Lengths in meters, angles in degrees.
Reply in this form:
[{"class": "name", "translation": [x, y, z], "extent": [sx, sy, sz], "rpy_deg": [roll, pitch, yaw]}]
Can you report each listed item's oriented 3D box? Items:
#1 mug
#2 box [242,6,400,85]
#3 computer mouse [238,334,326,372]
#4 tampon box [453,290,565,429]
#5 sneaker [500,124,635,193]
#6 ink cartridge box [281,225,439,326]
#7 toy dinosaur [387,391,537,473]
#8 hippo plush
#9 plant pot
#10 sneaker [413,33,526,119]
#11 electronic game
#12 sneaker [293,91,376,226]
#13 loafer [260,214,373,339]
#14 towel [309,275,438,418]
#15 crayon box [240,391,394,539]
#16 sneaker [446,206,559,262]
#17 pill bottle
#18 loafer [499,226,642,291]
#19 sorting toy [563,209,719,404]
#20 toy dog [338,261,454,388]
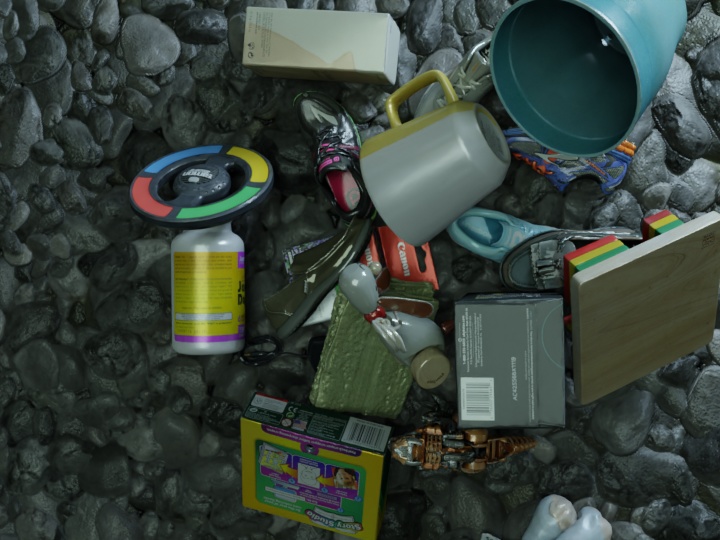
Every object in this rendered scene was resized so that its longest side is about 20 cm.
[{"class": "mug", "translation": [0.092, -0.147, 1.032], "extent": [0.152, 0.149, 0.189], "rpy_deg": [-28, 95, 29]}, {"class": "box", "translation": [-0.051, -0.303, 1.130], "extent": [0.196, 0.095, 0.079], "rpy_deg": [7, 94, 12]}, {"class": "computer mouse", "translation": [-0.080, 0.117, 1.184], "extent": [0.196, 0.034, 0.060], "rpy_deg": [3, 109, 17]}, {"class": "tampon box", "translation": [0.187, 0.104, 1.039], "extent": [0.124, 0.200, 0.153], "rpy_deg": [-2, 90, 11]}, {"class": "sneaker", "translation": [0.252, -0.145, 1.084], "extent": [0.196, 0.075, 0.080], "rpy_deg": [10, 97, 13]}, {"class": "ink cartridge box", "translation": [0.000, 0.000, 1.149], "extent": [0.196, 0.050, 0.111], "rpy_deg": [-14, 88, 12]}, {"class": "toy dinosaur", "translation": [0.129, 0.230, 1.077], "extent": [0.197, 0.136, 0.104], "rpy_deg": [25, 85, -15]}, {"class": "hippo plush", "translation": [0.246, 0.382, 1.055], "extent": [0.196, 0.161, 0.163], "rpy_deg": [8, 94, 11]}, {"class": "plant pot", "translation": [0.287, -0.272, 0.997], "extent": [0.200, 0.201, 0.188], "rpy_deg": [45, 61, 7]}, {"class": "sneaker", "translation": [0.139, -0.248, 1.092], "extent": [0.076, 0.092, 0.200], "rpy_deg": [46, 100, 6]}, {"class": "electronic game", "translation": [-0.214, -0.117, 1.129], "extent": [0.196, 0.201, 0.042], "rpy_deg": [4, 128, 11]}, {"class": "sneaker", "translation": [-0.033, -0.155, 1.134], "extent": [0.076, 0.084, 0.203], "rpy_deg": [-27, 87, 10]}, {"class": "loafer", "translation": [-0.060, -0.001, 1.098], "extent": [0.070, 0.075, 0.201], "rpy_deg": [42, 98, 3]}, {"class": "towel", "translation": [0.017, 0.102, 1.115], "extent": [0.146, 0.037, 0.203], "rpy_deg": [9, 107, -22]}, {"class": "crayon box", "translation": [-0.061, 0.267, 1.129], "extent": [0.196, 0.059, 0.175], "rpy_deg": [13, 126, 11]}, {"class": "sneaker", "translation": [0.203, -0.033, 1.091], "extent": [0.196, 0.082, 0.075], "rpy_deg": [14, 95, 9]}, {"class": "pill bottle", "translation": [-0.212, 0.011, 1.166], "extent": [0.102, 0.104, 0.204], "rpy_deg": [0, 92, 11]}, {"class": "loafer", "translation": [0.272, -0.019, 1.044], "extent": [0.196, 0.063, 0.073], "rpy_deg": [-13, 96, -13]}, {"class": "sorting toy", "translation": [0.332, 0.035, 1.014], "extent": [0.197, 0.070, 0.201], "rpy_deg": [-23, 129, -11]}, {"class": "toy dog", "translation": [0.061, 0.054, 1.026], "extent": [0.096, 0.200, 0.132], "rpy_deg": [-42, 56, -5]}]
